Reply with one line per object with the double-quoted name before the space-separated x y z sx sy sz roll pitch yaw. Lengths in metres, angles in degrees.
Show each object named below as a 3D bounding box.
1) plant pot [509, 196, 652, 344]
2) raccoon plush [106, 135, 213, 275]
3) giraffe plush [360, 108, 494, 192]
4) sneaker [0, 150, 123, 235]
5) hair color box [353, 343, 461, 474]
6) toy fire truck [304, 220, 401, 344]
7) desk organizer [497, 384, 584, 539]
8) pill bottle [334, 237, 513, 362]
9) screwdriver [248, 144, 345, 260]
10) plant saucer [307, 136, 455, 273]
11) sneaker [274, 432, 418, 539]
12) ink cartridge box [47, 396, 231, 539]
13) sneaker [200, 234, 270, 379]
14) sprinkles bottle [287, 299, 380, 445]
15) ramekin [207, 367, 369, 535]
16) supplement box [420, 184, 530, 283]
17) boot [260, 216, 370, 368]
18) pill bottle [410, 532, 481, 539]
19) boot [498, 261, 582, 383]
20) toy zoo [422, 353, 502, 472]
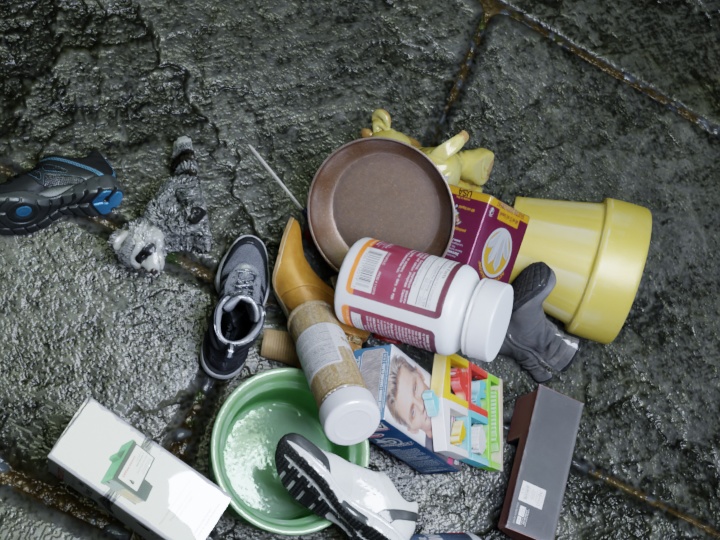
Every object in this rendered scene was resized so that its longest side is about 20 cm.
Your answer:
"plant pot" 0.293 -0.017 1.410 0.187 0.201 0.202 17 66 4
"raccoon plush" -0.273 -0.080 1.312 0.133 0.097 0.201 -12 45 -8
"giraffe plush" 0.071 -0.138 1.400 0.161 0.200 0.174 28 86 28
"sneaker" -0.411 -0.102 1.269 0.198 0.073 0.082 -11 59 -28
"hair color box" 0.062 0.182 1.260 0.200 0.060 0.101 40 48 -46
"toy fire truck" 0.000 0.000 1.374 0.199 0.049 0.142 28 67 -6
"desk organizer" 0.236 0.268 1.343 0.071 0.077 0.201 23 65 -10
"pill bottle" 0.078 0.037 1.208 0.198 0.114 0.115 17 63 21
"screwdriver" -0.086 -0.097 1.339 0.029 0.028 0.201 -35 88 8
"plant saucer" 0.029 -0.076 1.285 0.200 0.200 0.037 44 22 1
"sneaker" -0.016 0.257 1.166 0.200 0.074 0.080 42 47 -6
"ink cartridge box" -0.260 0.246 1.144 0.199 0.146 0.085 35 66 -3
"sneaker" -0.151 0.035 1.274 0.075 0.114 0.202 17 67 -13
"sprinkles bottle" -0.036 0.118 1.186 0.068 0.069 0.200 -1 34 -19
"ramekin" -0.096 0.231 1.232 0.198 0.098 0.202 6 69 -17
"supplement box" 0.138 0.000 1.320 0.110 0.085 0.202 19 90 -49
"boot" -0.050 0.037 1.323 0.143 0.071 0.203 8 80 -3
"pill bottle" 0.104 0.389 1.232 0.198 0.120 0.121 3 70 -18
"boot" 0.252 0.073 1.355 0.131 0.200 0.070 30 57 -3
"toy zoo" 0.138 0.185 1.303 0.200 0.020 0.132 32 55 -51
